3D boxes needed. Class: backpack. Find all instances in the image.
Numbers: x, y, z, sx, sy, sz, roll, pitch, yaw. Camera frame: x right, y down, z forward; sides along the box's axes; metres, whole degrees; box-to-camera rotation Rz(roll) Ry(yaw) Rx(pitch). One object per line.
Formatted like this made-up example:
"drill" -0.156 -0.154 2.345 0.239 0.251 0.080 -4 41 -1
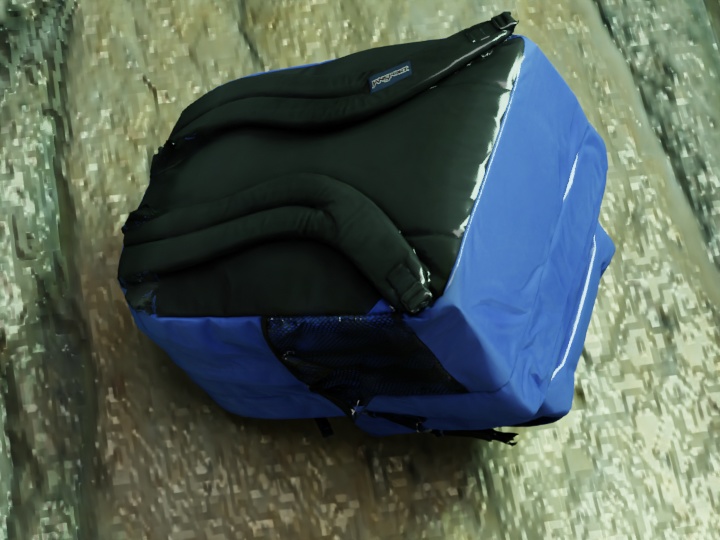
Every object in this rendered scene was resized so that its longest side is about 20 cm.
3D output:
"backpack" 0.000 0.000 1.142 0.200 0.168 0.163 -2 50 32
